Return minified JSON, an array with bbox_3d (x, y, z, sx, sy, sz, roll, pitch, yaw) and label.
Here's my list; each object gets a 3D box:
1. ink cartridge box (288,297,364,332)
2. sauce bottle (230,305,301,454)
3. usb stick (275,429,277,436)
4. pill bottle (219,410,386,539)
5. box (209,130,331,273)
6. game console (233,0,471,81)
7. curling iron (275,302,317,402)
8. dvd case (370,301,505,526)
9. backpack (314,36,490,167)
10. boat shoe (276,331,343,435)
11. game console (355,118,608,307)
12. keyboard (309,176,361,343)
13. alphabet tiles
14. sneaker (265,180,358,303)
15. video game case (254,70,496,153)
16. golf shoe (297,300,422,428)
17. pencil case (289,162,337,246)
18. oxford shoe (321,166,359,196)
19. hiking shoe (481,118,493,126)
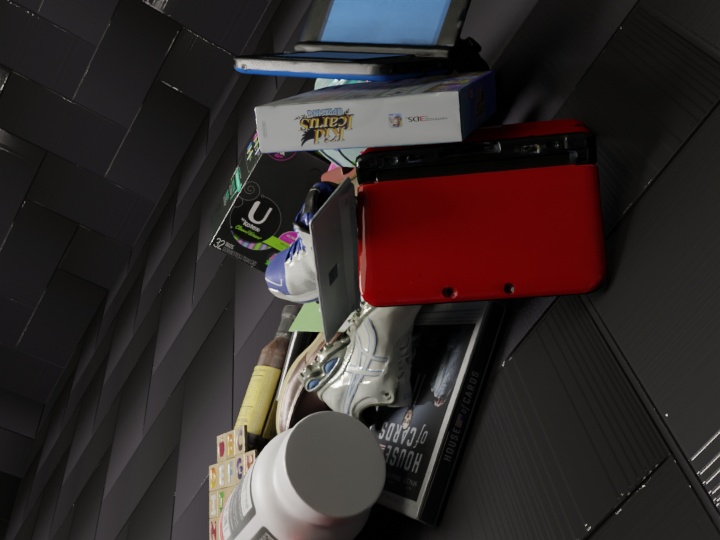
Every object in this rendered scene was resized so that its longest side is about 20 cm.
[{"bbox_3d":[0.000,0.000,0.960,0.199,0.048,0.146,-1,51,48],"label":"ink cartridge box"},{"bbox_3d":[-0.110,0.145,1.138,0.065,0.064,0.202,-24,43,59],"label":"sauce bottle"},{"bbox_3d":[-0.086,0.215,1.040,0.055,0.032,0.201,-42,30,46],"label":"usb stick"},{"bbox_3d":[-0.056,0.216,0.812,0.200,0.115,0.117,125,160,-51],"label":"pill bottle"},{"bbox_3d":[-0.123,-0.111,1.332,0.201,0.148,0.125,-57,21,17],"label":"box"},{"bbox_3d":[-0.005,-0.255,0.861,0.198,0.170,0.120,11,110,35],"label":"game console"},{"bbox_3d":[-0.078,0.063,1.067,0.026,0.049,0.202,-4,-76,-75],"label":"curling iron"},{"bbox_3d":[0.059,0.125,0.817,0.150,0.025,0.202,-9,57,65],"label":"dvd case"},{"bbox_3d":[0.036,-0.187,1.007,0.199,0.177,0.152,-33,34,40],"label":"backpack"},{"bbox_3d":[-0.028,0.113,0.976,0.201,0.072,0.072,-59,21,-5],"label":"boat shoe"},{"bbox_3d":[0.102,-0.055,0.751,0.172,0.198,0.120,-62,-33,-72],"label":"game console"},{"bbox_3d":[-0.021,-0.002,0.783,0.056,0.011,0.201,-46,-24,-24],"label":"keyboard"},{"bbox_3d":[-0.155,0.295,1.055,0.166,0.006,0.202,-33,56,57],"label":"alphabet tiles"},{"bbox_3d":[-0.035,-0.035,0.886,0.198,0.115,0.081,-8,44,45],"label":"sneaker"},{"bbox_3d":[0.024,-0.148,0.808,0.200,0.179,0.046,-45,-50,-66],"label":"video game case"},{"bbox_3d":[0.027,0.074,0.811,0.078,0.097,0.200,-33,-14,-46],"label":"golf shoe"},{"bbox_3d":[-0.024,-0.082,1.144,0.091,0.093,0.202,126,166,-74],"label":"pencil case"},{"bbox_3d":[0.022,-0.078,0.915,0.200,0.070,0.076,173,94,-65],"label":"oxford shoe"},{"bbox_3d":[0.123,-0.072,0.847,0.100,0.075,0.202,-15,54,42],"label":"hiking shoe"}]
